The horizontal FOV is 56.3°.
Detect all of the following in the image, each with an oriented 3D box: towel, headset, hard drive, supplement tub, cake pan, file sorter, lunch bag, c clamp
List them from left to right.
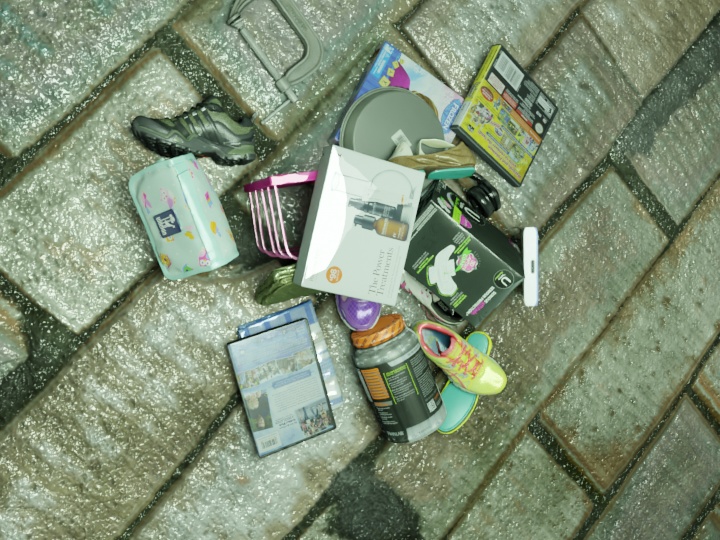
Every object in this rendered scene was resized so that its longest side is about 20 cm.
[{"bbox_3d":[-0.261,-0.080,1.000,0.121,0.200,0.172,-22,100,-18],"label":"lunch bag"},{"bbox_3d":[-0.149,-0.374,1.123,0.170,0.027,0.201,-37,104,-15],"label":"c clamp"},{"bbox_3d":[-0.118,0.168,1.157,0.146,0.024,0.202,-19,98,-20],"label":"towel"},{"bbox_3d":[-0.089,-0.088,1.064,0.138,0.200,0.127,-11,97,-20],"label":"file sorter"},{"bbox_3d":[-0.086,0.012,1.072,0.147,0.200,0.037,-13,80,-20],"label":"towel"},{"bbox_3d":[0.062,-0.217,1.159,0.198,0.037,0.203,-1,93,-20],"label":"cake pan"},{"bbox_3d":[0.063,0.185,1.173,0.122,0.122,0.202,-25,101,-18],"label":"supplement tub"},{"bbox_3d":[0.213,-0.105,1.259,0.199,0.094,0.124,33,85,-3],"label":"headset"},{"bbox_3d":[0.308,-0.012,1.226,0.025,0.200,0.134,-1,93,13],"label":"hard drive"}]

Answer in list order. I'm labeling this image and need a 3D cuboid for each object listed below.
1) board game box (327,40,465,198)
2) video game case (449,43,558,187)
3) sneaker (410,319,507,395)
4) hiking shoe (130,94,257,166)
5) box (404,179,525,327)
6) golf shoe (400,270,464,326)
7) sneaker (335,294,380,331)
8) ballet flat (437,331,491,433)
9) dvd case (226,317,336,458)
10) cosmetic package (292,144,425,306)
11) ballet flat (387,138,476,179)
[{"bbox_3d":[0.073,-0.265,1.202,0.198,0.041,0.201,29,83,-19],"label":"board game box"},{"bbox_3d":[0.274,-0.287,1.264,0.199,0.025,0.182,33,80,-33],"label":"video game case"},{"bbox_3d":[0.170,0.154,1.190,0.199,0.090,0.079,31,80,10],"label":"sneaker"},{"bbox_3d":[-0.261,-0.229,1.070,0.198,0.076,0.102,8,81,-30],"label":"hiking shoe"},{"bbox_3d":[0.164,-0.033,1.146,0.200,0.149,0.124,40,114,-5],"label":"box"},{"bbox_3d":[0.116,0.019,1.204,0.200,0.092,0.073,43,78,-14],"label":"golf shoe"},{"bbox_3d":[0.000,0.000,1.139,0.080,0.088,0.202,2,79,-5],"label":"sneaker"},{"bbox_3d":[0.195,0.211,1.255,0.066,0.067,0.202,21,80,17],"label":"ballet flat"},{"bbox_3d":[-0.130,0.196,1.131,0.141,0.018,0.202,-17,97,-20],"label":"dvd case"},{"bbox_3d":[-0.002,-0.062,0.970,0.149,0.052,0.202,12,91,-20],"label":"cosmetic package"},{"bbox_3d":[0.101,-0.183,1.126,0.198,0.068,0.073,-13,77,-19],"label":"ballet flat"}]
